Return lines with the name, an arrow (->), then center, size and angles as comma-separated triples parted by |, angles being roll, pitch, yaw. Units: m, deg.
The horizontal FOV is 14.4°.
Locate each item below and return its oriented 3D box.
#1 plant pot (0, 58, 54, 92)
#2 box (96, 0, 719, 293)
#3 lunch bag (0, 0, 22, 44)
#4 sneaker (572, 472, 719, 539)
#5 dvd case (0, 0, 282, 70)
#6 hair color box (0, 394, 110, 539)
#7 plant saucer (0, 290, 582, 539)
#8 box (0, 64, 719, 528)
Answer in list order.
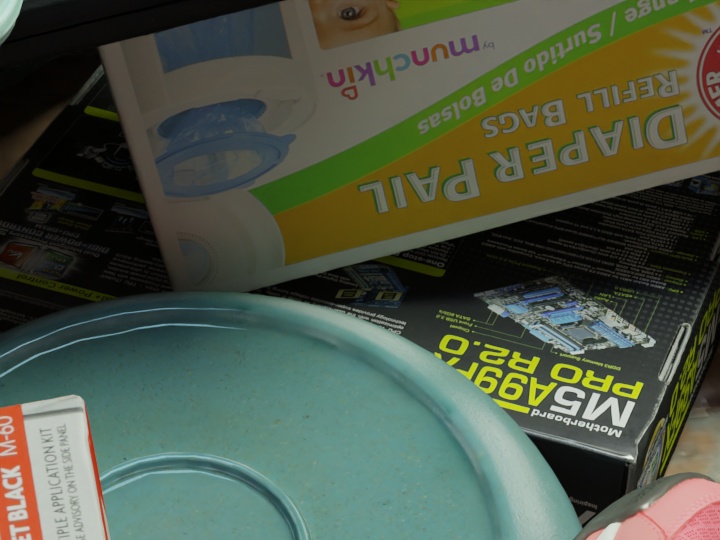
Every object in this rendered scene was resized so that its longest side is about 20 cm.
plant pot -> -0.109, -0.155, 0.900 | 0.200, 0.201, 0.196 | 24, 47, 26
box -> 0.030, -0.084, 0.750 | 0.199, 0.113, 0.102 | -15, 36, 1
lunch bag -> -0.160, -0.097, 0.644 | 0.160, 0.077, 0.200 | -13, 41, -10
sneaker -> 0.080, 0.119, 0.592 | 0.086, 0.074, 0.201 | -16, 34, 28
dvd case -> -0.055, -0.123, 0.716 | 0.142, 0.018, 0.200 | -13, 40, 0
hair color box -> -0.144, 0.100, 0.582 | 0.199, 0.064, 0.111 | -11, 48, -6
plant saucer -> -0.042, 0.074, 0.664 | 0.199, 0.028, 0.201 | 0, 47, 0
box -> 0.000, 0.000, 0.802 | 0.199, 0.044, 0.160 | 14, 36, 13
